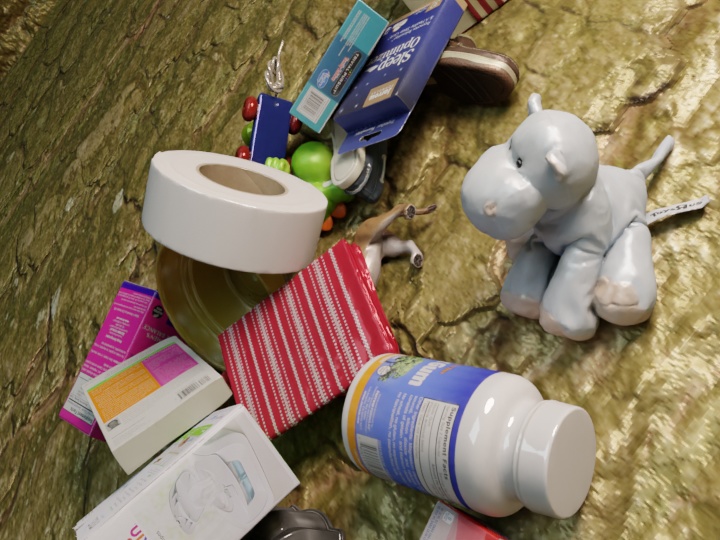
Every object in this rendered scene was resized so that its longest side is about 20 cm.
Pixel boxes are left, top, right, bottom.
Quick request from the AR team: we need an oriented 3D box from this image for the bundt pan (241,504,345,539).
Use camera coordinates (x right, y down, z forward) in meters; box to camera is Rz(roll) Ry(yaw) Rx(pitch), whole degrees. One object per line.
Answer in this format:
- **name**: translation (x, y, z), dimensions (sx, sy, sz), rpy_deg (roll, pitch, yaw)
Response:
- **bundt pan**: translation (-0.098, 0.321, 0.685), dimensions (0.199, 0.075, 0.205), rpy_deg (-23, 50, 30)

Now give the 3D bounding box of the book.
- **book**: translation (-0.239, 0.142, 0.828), dimensions (0.133, 0.049, 0.199), rpy_deg (-35, 23, -19)

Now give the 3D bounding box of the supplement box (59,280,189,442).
- **supplement box**: translation (-0.307, 0.132, 0.983), dimensions (0.102, 0.101, 0.203), rpy_deg (11, 73, 45)

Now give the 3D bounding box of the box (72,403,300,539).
- **box**: translation (-0.176, 0.225, 0.693), dimensions (0.176, 0.097, 0.200), rpy_deg (-40, 3, -26)

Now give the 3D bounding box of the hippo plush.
- **hippo plush**: translation (0.175, -0.046, 0.598), dimensions (0.198, 0.160, 0.161), rpy_deg (-32, 46, 24)

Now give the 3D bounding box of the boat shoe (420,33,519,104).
- **boat shoe**: translation (0.114, -0.252, 0.856), dimensions (0.201, 0.075, 0.076), rpy_deg (21, 74, 48)

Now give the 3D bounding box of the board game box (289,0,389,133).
- **board game box**: translation (-0.026, -0.266, 0.930), dimensions (0.152, 0.047, 0.200), rpy_deg (-55, 10, 15)

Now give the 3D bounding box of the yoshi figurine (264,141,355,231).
- **yoshi figurine**: translation (-0.102, -0.104, 0.937), dimensions (0.196, 0.113, 0.113), rpy_deg (-16, 32, 16)

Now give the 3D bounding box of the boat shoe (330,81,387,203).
- **boat shoe**: translation (0.007, -0.169, 0.907), dimensions (0.074, 0.061, 0.203), rpy_deg (-35, 37, 32)

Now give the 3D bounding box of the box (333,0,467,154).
- **box**: translation (0.039, -0.230, 0.838), dimensions (0.120, 0.032, 0.202), rpy_deg (-6, 52, 53)

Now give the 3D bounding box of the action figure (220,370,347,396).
- **action figure**: translation (-0.064, 0.115, 0.789), dimensions (0.197, 0.066, 0.052), rpy_deg (-14, 33, 28)

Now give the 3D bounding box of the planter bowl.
- **planter bowl**: translation (-0.152, 0.026, 0.886), dimensions (0.198, 0.203, 0.083), rpy_deg (-10, 21, 39)

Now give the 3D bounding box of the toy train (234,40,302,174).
- **toy train**: translation (-0.139, -0.213, 1.036), dimensions (0.115, 0.083, 0.204), rpy_deg (-14, 67, 64)

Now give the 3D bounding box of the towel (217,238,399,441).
- **towel**: translation (-0.059, 0.077, 0.748), dimensions (0.199, 0.022, 0.146), rpy_deg (-36, 58, 20)

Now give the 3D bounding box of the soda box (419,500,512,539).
- **soda box**: translation (0.056, 0.294, 0.566), dimensions (0.069, 0.063, 0.203), rpy_deg (18, 77, 47)

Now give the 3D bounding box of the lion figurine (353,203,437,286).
- **lion figurine**: translation (0.000, 0.000, 0.815), dimensions (0.201, 0.073, 0.122), rpy_deg (-53, 30, -18)

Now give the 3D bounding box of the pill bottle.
- **pill bottle**: translation (0.088, 0.137, 0.601), dimensions (0.198, 0.112, 0.114), rpy_deg (3, 66, 44)

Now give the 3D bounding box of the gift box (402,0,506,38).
- **gift box**: translation (0.108, -0.419, 0.882), dimensions (0.183, 0.186, 0.202), rpy_deg (-34, 45, 22)

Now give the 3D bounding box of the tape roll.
- **tape roll**: translation (-0.138, -0.069, 0.797), dimensions (0.202, 0.199, 0.072), rpy_deg (40, 119, 48)
